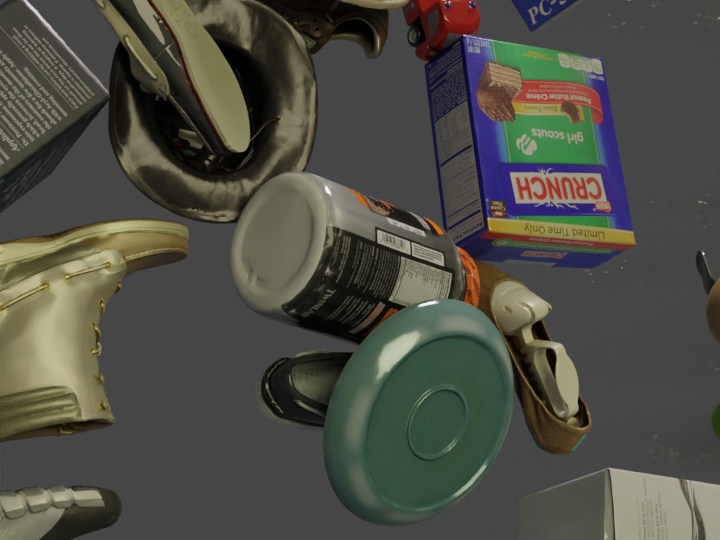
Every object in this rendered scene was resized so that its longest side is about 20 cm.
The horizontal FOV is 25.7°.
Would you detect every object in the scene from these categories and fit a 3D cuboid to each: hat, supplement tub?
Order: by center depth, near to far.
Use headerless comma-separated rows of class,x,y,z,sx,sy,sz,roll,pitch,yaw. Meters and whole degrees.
supplement tub,0.000,0.000,1.312,0.200,0.122,0.123,20,60,-44
hat,-0.130,-0.135,1.337,0.200,0.081,0.201,2,83,-20

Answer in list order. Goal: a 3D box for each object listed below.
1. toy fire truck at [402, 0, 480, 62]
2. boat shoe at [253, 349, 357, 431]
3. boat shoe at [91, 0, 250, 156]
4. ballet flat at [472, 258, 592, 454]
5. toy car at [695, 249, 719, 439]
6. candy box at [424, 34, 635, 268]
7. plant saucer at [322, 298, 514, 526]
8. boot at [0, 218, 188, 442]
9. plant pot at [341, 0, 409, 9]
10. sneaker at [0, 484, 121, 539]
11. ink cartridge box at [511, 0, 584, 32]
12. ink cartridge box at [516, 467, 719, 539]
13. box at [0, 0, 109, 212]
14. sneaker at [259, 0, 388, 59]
toy fire truck,0.080,-0.314,1.492,0.049,0.141,0.200,-6,74,-32
boat shoe,0.011,0.106,1.331,0.200,0.060,0.076,1,70,-29
boat shoe,-0.157,-0.174,1.256,0.200,0.063,0.071,60,21,-7
ballet flat,0.154,0.070,1.421,0.068,0.072,0.200,-19,80,-33
toy car,0.399,0.045,1.532,0.158,0.164,0.200,-11,64,-33
candy box,0.158,-0.109,1.494,0.169,0.077,0.200,4,70,-29
plant saucer,0.057,0.123,1.305,0.200,0.027,0.200,-14,115,-34
boot,-0.210,0.046,1.223,0.200,0.072,0.155,-13,77,-28
plant pot,-0.008,-0.359,1.384,0.200,0.184,0.200,22,26,-12
sneaker,-0.267,0.218,1.128,0.200,0.075,0.116,-3,77,-20
ink cartridge box,0.227,-0.328,1.548,0.094,0.200,0.044,58,31,3
ink cartridge box,0.253,0.235,1.366,0.200,0.145,0.083,13,66,-25
box,-0.309,-0.087,1.172,0.107,0.148,0.200,49,55,-4
sneaker,-0.059,-0.237,1.425,0.200,0.070,0.076,0,73,-29
